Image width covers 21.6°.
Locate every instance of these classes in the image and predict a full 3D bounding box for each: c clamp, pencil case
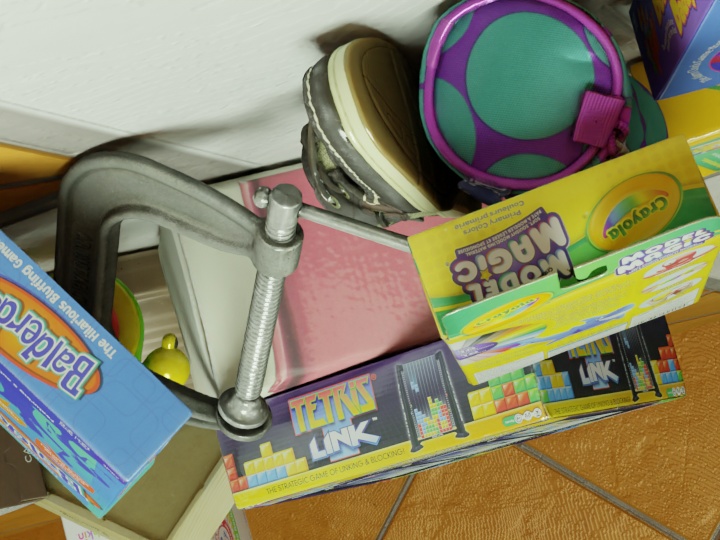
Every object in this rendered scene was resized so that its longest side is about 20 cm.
[{"bbox_3d":[-0.068,0.019,0.869,0.170,0.027,0.200,25,140,2],"label":"c clamp"},{"bbox_3d":[0.086,-0.063,0.829,0.085,0.092,0.200,-57,166,6],"label":"pencil case"}]

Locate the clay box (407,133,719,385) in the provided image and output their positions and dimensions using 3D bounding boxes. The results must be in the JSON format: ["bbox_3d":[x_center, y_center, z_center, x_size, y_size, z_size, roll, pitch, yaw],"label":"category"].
[{"bbox_3d":[0.085,-0.002,0.774,0.114,0.048,0.200,-21,168,3],"label":"clay box"}]

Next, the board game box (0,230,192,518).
[{"bbox_3d":[-0.155,0.042,0.876,0.045,0.152,0.200,-47,179,-16],"label":"board game box"}]

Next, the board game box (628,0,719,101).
[{"bbox_3d":[0.187,-0.127,0.744,0.134,0.045,0.200,-15,172,-1],"label":"board game box"}]

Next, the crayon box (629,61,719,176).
[{"bbox_3d":[0.224,-0.098,0.980,0.199,0.052,0.126,-19,171,21],"label":"crayon box"}]

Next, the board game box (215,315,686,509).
[{"bbox_3d":[0.049,0.072,1.017,0.199,0.057,0.165,-20,169,32],"label":"board game box"}]

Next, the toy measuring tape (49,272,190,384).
[{"bbox_3d":[-0.187,0.024,1.013,0.199,0.074,0.074,14,168,-4],"label":"toy measuring tape"}]

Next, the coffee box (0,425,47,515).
[{"bbox_3d":[-0.312,0.128,1.278,0.200,0.115,0.080,-24,168,39],"label":"coffee box"}]

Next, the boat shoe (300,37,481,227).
[{"bbox_3d":[0.006,-0.049,0.828,0.065,0.074,0.200,-16,167,13],"label":"boat shoe"}]

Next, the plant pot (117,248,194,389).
[{"bbox_3d":[-0.147,0.054,1.169,0.200,0.093,0.201,-16,171,-3],"label":"plant pot"}]

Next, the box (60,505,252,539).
[{"bbox_3d":[-0.161,0.153,1.406,0.112,0.201,0.101,-17,172,12],"label":"box"}]

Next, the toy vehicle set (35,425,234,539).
[{"bbox_3d":[-0.148,0.115,1.244,0.200,0.124,0.027,15,154,46],"label":"toy vehicle set"}]

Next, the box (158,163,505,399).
[{"bbox_3d":[0.000,0.000,1.017,0.199,0.109,0.128,-14,172,-10],"label":"box"}]
